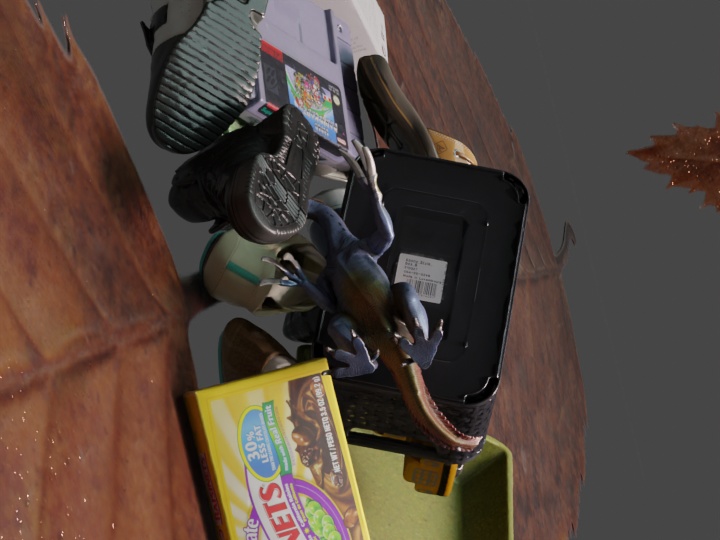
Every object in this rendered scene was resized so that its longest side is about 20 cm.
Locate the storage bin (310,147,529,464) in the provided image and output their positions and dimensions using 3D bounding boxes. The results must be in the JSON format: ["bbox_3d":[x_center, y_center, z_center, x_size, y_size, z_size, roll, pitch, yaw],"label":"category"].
[{"bbox_3d":[0.042,0.024,1.700,0.094,0.134,0.201,98,3,-57],"label":"storage bin"}]

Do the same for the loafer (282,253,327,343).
[{"bbox_3d":[0.000,0.000,1.853,0.068,0.070,0.201,64,34,-13],"label":"loafer"}]

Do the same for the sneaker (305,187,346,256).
[{"bbox_3d":[0.023,0.035,1.985,0.202,0.077,0.147,40,26,-54],"label":"sneaker"}]

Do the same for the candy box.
[{"bbox_3d":[-0.047,0.167,1.551,0.026,0.101,0.202,-16,-92,66],"label":"candy box"}]

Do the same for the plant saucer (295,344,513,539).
[{"bbox_3d":[0.021,0.172,1.757,0.199,0.048,0.200,28,33,-17],"label":"plant saucer"}]

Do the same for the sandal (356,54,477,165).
[{"bbox_3d":[0.061,-0.087,1.855,0.201,0.054,0.082,62,-15,6],"label":"sandal"}]

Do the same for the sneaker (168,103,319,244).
[{"bbox_3d":[-0.086,-0.054,1.592,0.060,0.104,0.200,55,22,-18],"label":"sneaker"}]

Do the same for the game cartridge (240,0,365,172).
[{"bbox_3d":[-0.059,-0.160,1.781,0.200,0.038,0.131,26,47,-56],"label":"game cartridge"}]

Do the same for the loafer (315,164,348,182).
[{"bbox_3d":[-0.034,-0.116,1.936,0.070,0.070,0.200,64,9,11],"label":"loafer"}]

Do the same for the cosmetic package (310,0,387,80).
[{"bbox_3d":[-0.054,-0.236,1.925,0.200,0.101,0.075,62,18,-50],"label":"cosmetic package"}]

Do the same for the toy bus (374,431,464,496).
[{"bbox_3d":[0.056,0.066,1.768,0.065,0.078,0.201,101,2,-59],"label":"toy bus"}]

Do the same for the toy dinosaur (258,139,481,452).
[{"bbox_3d":[-0.012,0.019,1.615,0.182,0.104,0.201,-120,-172,-62],"label":"toy dinosaur"}]

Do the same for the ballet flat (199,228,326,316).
[{"bbox_3d":[-0.059,0.006,1.712,0.200,0.069,0.070,-3,79,-73],"label":"ballet flat"}]

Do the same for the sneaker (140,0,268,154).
[{"bbox_3d":[-0.117,-0.167,1.655,0.074,0.088,0.201,34,62,-33],"label":"sneaker"}]

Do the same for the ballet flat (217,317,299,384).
[{"bbox_3d":[-0.048,0.123,1.613,0.068,0.072,0.202,9,67,-45],"label":"ballet flat"}]

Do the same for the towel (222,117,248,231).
[{"bbox_3d":[-0.100,-0.121,1.782,0.149,0.030,0.202,23,52,-77],"label":"towel"}]
